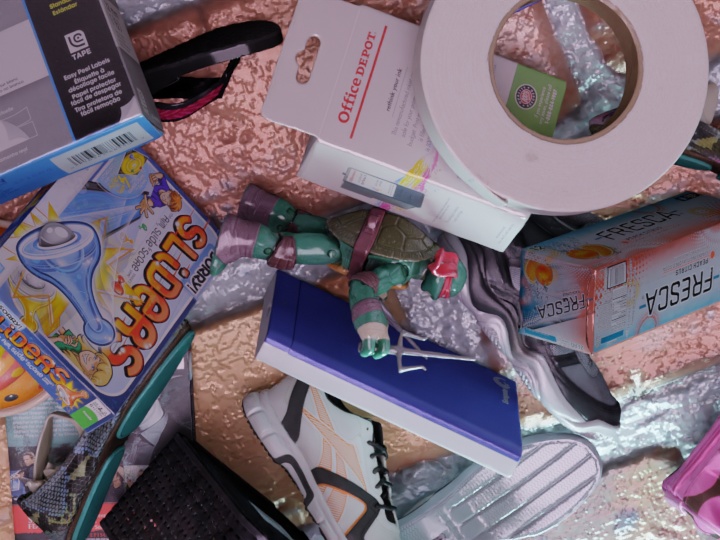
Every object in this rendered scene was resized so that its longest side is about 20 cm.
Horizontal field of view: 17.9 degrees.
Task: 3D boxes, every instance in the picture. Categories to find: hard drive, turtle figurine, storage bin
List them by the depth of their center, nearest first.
[{"bbox_3d":[0.000,0.000,1.625,0.200,0.150,0.101,20,98,5],"label":"turtle figurine"},{"bbox_3d":[-0.091,0.216,1.647,0.135,0.200,0.094,41,90,-27],"label":"storage bin"},{"bbox_3d":[0.022,0.072,1.651,0.200,0.132,0.025,26,109,-8],"label":"hard drive"}]

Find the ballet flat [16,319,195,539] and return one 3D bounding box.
[{"bbox_3d":[-0.195,0.110,1.680,0.074,0.074,0.200,28,102,-9],"label":"ballet flat"}]

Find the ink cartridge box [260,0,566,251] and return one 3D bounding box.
[{"bbox_3d":[0.031,-0.106,1.599,0.200,0.067,0.117,21,65,-6],"label":"ink cartridge box"}]

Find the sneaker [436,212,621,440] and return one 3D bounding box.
[{"bbox_3d":[0.153,0.027,1.665,0.114,0.075,0.200,-37,102,14],"label":"sneaker"}]

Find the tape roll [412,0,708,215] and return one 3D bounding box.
[{"bbox_3d":[0.136,-0.136,1.548,0.202,0.037,0.203,0,88,-8],"label":"tape roll"}]

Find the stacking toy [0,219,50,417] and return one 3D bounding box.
[{"bbox_3d":[-0.285,0.038,1.594,0.146,0.200,0.146,0,92,9],"label":"stacking toy"}]

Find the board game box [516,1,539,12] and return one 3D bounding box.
[{"bbox_3d":[0.130,-0.266,1.585,0.200,0.045,0.135,-24,107,8],"label":"board game box"}]

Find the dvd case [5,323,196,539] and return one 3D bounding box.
[{"bbox_3d":[-0.196,0.138,1.732,0.146,0.022,0.200,-2,109,1],"label":"dvd case"}]

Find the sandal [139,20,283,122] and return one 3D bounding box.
[{"bbox_3d":[-0.141,-0.127,1.619,0.200,0.075,0.045,-21,104,15],"label":"sandal"}]

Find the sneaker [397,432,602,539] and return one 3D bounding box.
[{"bbox_3d":[0.092,0.174,1.717,0.200,0.071,0.073,-28,96,15],"label":"sneaker"}]

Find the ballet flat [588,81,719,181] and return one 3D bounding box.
[{"bbox_3d":[0.261,-0.093,1.638,0.200,0.069,0.071,21,89,-11],"label":"ballet flat"}]

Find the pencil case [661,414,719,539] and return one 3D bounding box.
[{"bbox_3d":[0.305,0.113,1.690,0.094,0.091,0.200,20,109,-43],"label":"pencil case"}]

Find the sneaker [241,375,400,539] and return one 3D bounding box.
[{"bbox_3d":[-0.006,0.155,1.680,0.080,0.074,0.200,-35,76,2],"label":"sneaker"}]

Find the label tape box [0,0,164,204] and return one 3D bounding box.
[{"bbox_3d":[-0.238,-0.160,1.568,0.143,0.066,0.200,-23,80,6],"label":"label tape box"}]

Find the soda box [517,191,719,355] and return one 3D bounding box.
[{"bbox_3d":[0.197,-0.001,1.598,0.068,0.200,0.064,17,114,40],"label":"soda box"}]

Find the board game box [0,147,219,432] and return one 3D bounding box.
[{"bbox_3d":[-0.183,0.000,1.598,0.135,0.200,0.034,47,132,-14],"label":"board game box"}]
